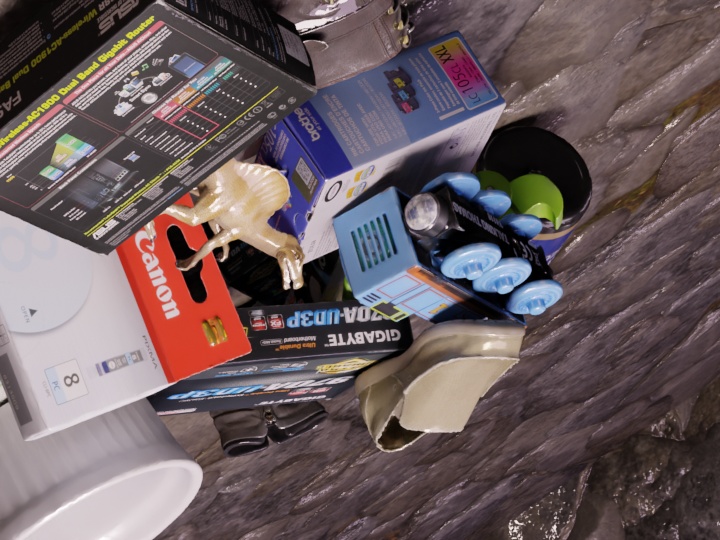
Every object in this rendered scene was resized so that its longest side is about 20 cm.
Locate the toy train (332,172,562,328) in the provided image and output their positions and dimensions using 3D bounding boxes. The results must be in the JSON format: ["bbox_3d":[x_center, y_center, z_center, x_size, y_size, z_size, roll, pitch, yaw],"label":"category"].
[{"bbox_3d":[0.069,-0.006,1.591,0.114,0.087,0.200,-26,153,22],"label":"toy train"}]

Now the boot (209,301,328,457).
[{"bbox_3d":[-0.063,0.085,1.929,0.199,0.132,0.070,-28,161,-17],"label":"boot"}]

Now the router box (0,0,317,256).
[{"bbox_3d":[-0.150,-0.104,1.314,0.200,0.062,0.150,-35,144,24],"label":"router box"}]

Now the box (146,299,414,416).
[{"bbox_3d":[-0.079,0.069,1.680,0.199,0.046,0.159,-4,164,-28],"label":"box"}]

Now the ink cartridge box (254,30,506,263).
[{"bbox_3d":[-0.005,-0.083,1.580,0.199,0.077,0.137,-26,160,-27],"label":"ink cartridge box"}]

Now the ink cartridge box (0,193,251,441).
[{"bbox_3d":[-0.175,0.012,1.500,0.199,0.161,0.047,-20,177,-35],"label":"ink cartridge box"}]

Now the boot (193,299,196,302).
[{"bbox_3d":[-0.222,0.095,1.789,0.200,0.073,0.144,-45,161,21],"label":"boot"}]

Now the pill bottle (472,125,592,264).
[{"bbox_3d":[0.131,-0.037,1.990,0.111,0.112,0.200,-23,159,-30],"label":"pill bottle"}]

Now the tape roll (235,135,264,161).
[{"bbox_3d":[-0.072,-0.142,1.492,0.202,0.037,0.203,-31,162,-11],"label":"tape roll"}]

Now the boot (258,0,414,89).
[{"bbox_3d":[0.003,-0.201,1.361,0.199,0.070,0.174,-25,145,4],"label":"boot"}]

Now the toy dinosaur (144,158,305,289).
[{"bbox_3d":[-0.103,-0.055,1.499,0.100,0.058,0.200,-17,141,11],"label":"toy dinosaur"}]

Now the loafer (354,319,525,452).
[{"bbox_3d":[0.065,0.089,1.630,0.075,0.069,0.200,1,161,-29],"label":"loafer"}]

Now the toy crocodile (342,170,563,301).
[{"bbox_3d":[0.072,-0.023,1.691,0.199,0.062,0.068,-26,155,-22],"label":"toy crocodile"}]

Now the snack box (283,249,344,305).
[{"bbox_3d":[0.000,0.000,1.772,0.116,0.037,0.200,-22,156,-29],"label":"snack box"}]

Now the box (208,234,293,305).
[{"bbox_3d":[-0.018,-0.047,1.784,0.200,0.046,0.159,-37,161,8],"label":"box"}]

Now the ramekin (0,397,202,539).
[{"bbox_3d":[-0.226,0.162,1.581,0.200,0.098,0.201,-30,162,-11],"label":"ramekin"}]

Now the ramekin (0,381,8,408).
[{"bbox_3d":[-0.251,0.056,1.585,0.199,0.098,0.200,-30,161,-11],"label":"ramekin"}]
